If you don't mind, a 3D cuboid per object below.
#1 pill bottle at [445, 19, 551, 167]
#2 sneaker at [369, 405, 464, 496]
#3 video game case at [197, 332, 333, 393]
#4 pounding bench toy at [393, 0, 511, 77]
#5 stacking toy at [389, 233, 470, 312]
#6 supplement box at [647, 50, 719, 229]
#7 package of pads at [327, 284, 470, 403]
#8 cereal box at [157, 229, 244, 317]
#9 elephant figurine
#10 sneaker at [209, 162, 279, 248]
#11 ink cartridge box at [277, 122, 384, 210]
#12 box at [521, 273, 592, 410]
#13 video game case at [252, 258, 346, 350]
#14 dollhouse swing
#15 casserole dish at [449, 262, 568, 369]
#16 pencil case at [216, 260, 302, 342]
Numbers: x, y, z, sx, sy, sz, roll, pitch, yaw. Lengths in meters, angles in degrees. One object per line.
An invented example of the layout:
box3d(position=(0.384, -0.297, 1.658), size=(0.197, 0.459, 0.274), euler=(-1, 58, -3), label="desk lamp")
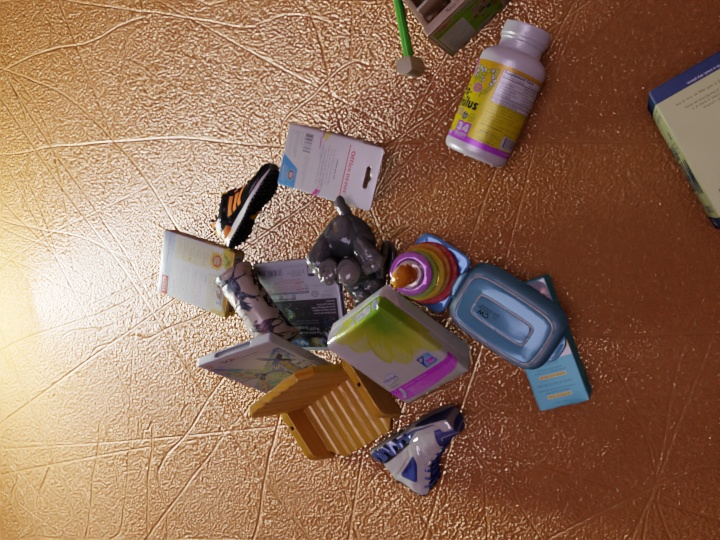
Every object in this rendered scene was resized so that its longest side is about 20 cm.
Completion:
box3d(position=(0.214, -0.269, 0.861), size=(0.104, 0.104, 0.201), euler=(28, 107, 21), label="pill bottle")
box3d(position=(0.120, 0.329, 1.003), size=(0.199, 0.080, 0.115), euler=(-38, 83, 32), label="sneaker")
box3d(position=(-0.174, 0.183, 1.072), size=(0.182, 0.200, 0.022), euler=(-21, 54, 27), label="video game case")
box3d(position=(0.102, -0.429, 0.886), size=(0.200, 0.124, 0.156), euler=(-39, 79, 25), label="pounding bench toy")
box3d(position=(0.089, 0.007, 0.902), size=(0.109, 0.200, 0.117), euler=(33, 105, 19), label="stacking toy")
box3d(position=(0.506, -0.183, 0.706), size=(0.199, 0.134, 0.201), euler=(-30, 82, 27), label="supplement box")
box3d(position=(0.061, 0.129, 0.947), size=(0.200, 0.068, 0.154), euler=(38, 130, -17), label="package of pads")
box3d(position=(-0.349, 0.003, 1.216), size=(0.199, 0.039, 0.145), euler=(18, 104, 24), label="cereal box")
box3d(position=(0.000, 0.000, 1.001), size=(0.141, 0.200, 0.155), euler=(38, 88, 34), label="elephant figurine")
box3d(position=(-0.241, -0.144, 1.125), size=(0.090, 0.070, 0.201), euler=(41, 114, 14), label="sneaker")
box3d(position=(-0.043, -0.188, 1.021), size=(0.199, 0.068, 0.116), euler=(21, 105, 24), label="ink cartridge box")
box3d(position=(0.294, 0.114, 0.898), size=(0.082, 0.049, 0.201), euler=(-22, 86, 27), label="box")
box3d(position=(-0.120, 0.068, 1.118), size=(0.199, 0.023, 0.183), euler=(-5, 94, 27), label="video game case")
box3d(position=(-0.069, 0.270, 1.028), size=(0.200, 0.176, 0.182), euler=(-37, 81, 25), label="dollhouse swing")
box3d(position=(0.225, 0.074, 0.879), size=(0.200, 0.039, 0.122), euler=(35, 111, 21), label="casserole dish")
box3d(position=(-0.201, 0.071, 1.098), size=(0.078, 0.089, 0.200), euler=(-42, 75, 15), label="pencil case")
